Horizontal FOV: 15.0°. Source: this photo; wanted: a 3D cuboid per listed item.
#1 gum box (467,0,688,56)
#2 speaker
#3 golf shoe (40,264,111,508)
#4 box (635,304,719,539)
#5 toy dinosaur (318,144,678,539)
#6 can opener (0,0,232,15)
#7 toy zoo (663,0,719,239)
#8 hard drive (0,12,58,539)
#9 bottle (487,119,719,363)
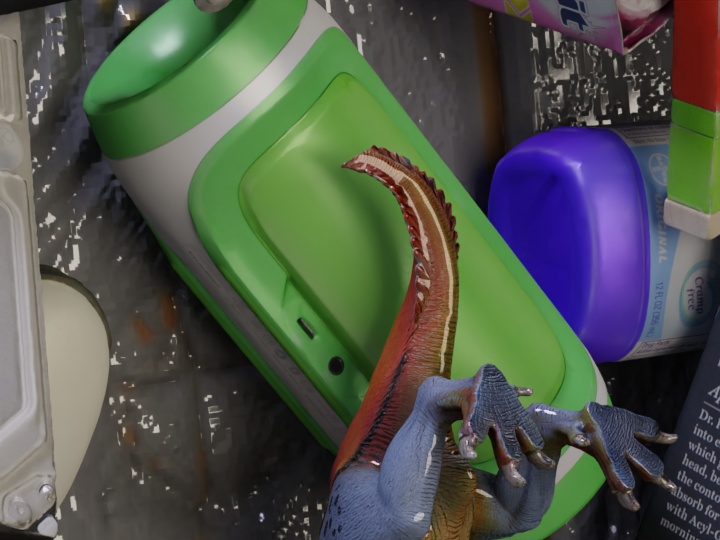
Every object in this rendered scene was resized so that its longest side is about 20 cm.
[{"bbox_3d":[0.101,-0.166,0.934,0.200,0.113,0.066,-42,137,-30],"label":"gum box"},{"bbox_3d":[0.000,0.000,0.879,0.200,0.088,0.088,52,61,-22],"label":"speaker"},{"bbox_3d":[-0.124,0.080,0.784,0.077,0.088,0.200,47,61,-22],"label":"golf shoe"},{"bbox_3d":[0.198,0.052,0.949,0.148,0.107,0.200,4,110,-47],"label":"box"},{"bbox_3d":[0.016,0.093,0.857,0.105,0.181,0.200,0,60,-42],"label":"toy dinosaur"},{"bbox_3d":[-0.097,-0.099,0.787,0.200,0.063,0.079,-25,62,-41],"label":"can opener"},{"bbox_3d":[0.150,-0.123,0.904,0.131,0.020,0.200,-30,130,-40],"label":"toy zoo"},{"bbox_3d":[-0.154,-0.021,0.745,0.140,0.038,0.200,17,50,-34],"label":"hard drive"},{"bbox_3d":[0.139,-0.016,0.991,0.200,0.065,0.084,-6,96,-36],"label":"bottle"}]
